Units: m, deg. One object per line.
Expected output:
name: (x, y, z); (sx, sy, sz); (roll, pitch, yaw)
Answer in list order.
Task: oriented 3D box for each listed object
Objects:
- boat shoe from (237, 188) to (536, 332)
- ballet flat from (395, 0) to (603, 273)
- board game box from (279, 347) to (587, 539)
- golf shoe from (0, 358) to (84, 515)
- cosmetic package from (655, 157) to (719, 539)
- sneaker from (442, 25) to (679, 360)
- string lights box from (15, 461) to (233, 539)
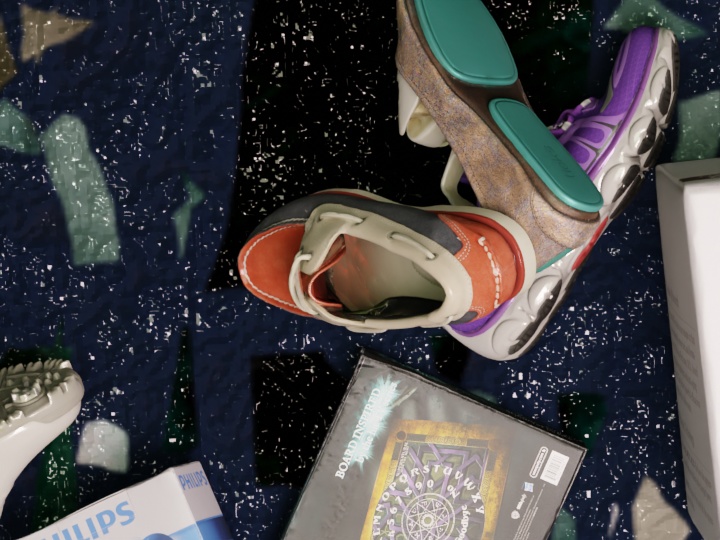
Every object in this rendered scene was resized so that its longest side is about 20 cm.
boat shoe: (0.000, 0.000, 1.489); (0.063, 0.200, 0.071); (-28, 110, -39)
ballet flat: (0.056, -0.076, 1.506); (0.068, 0.200, 0.067); (9, 130, -39)
board game box: (0.022, 0.159, 1.574); (0.135, 0.028, 0.200); (24, 95, -1)
golf shoe: (-0.219, 0.127, 1.563); (0.200, 0.078, 0.097); (-34, 111, 9)
cosmetic package: (0.248, 0.039, 1.493); (0.165, 0.165, 0.200); (-6, 95, 1)
sneaker: (0.101, -0.050, 1.535); (0.083, 0.081, 0.200); (34, 91, 10)
string lights box: (-0.097, 0.214, 1.542); (0.103, 0.059, 0.200); (-25, 84, 12)
